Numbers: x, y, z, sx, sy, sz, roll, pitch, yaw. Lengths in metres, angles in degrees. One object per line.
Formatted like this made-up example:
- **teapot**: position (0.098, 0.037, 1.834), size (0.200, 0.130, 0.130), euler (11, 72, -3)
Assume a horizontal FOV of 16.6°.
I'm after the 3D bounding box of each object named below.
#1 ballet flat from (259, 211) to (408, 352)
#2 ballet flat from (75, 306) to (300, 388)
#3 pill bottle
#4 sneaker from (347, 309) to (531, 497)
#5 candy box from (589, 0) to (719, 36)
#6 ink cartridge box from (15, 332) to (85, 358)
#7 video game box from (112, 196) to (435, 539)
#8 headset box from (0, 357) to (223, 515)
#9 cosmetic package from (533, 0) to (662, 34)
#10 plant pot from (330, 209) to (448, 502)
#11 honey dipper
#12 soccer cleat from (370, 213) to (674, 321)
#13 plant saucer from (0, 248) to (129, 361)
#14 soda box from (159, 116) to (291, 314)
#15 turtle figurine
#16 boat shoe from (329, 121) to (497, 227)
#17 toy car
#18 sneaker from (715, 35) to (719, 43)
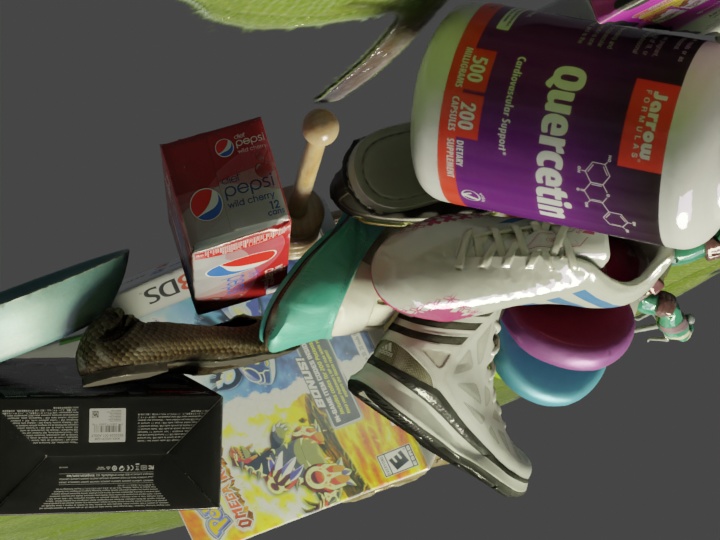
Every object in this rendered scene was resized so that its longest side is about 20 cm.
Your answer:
- **ballet flat**: position (0.000, 0.000, 1.589), size (0.200, 0.070, 0.068), euler (-55, 167, -56)
- **ballet flat**: position (-0.108, 0.042, 1.554), size (0.067, 0.047, 0.200), euler (-18, 172, 36)
- **pill bottle**: position (0.134, -0.076, 1.327), size (0.199, 0.113, 0.112), euler (12, 179, 19)
- **sneaker**: position (0.081, 0.072, 1.634), size (0.116, 0.076, 0.200), euler (-58, 142, -6)
- **candy box**: position (0.217, -0.179, 1.303), size (0.136, 0.061, 0.200), euler (-26, 167, 32)
- **ink cartridge box**: position (-0.234, 0.115, 1.909), size (0.144, 0.084, 0.200), euler (-15, 169, -20)
- **video game box**: position (-0.070, 0.075, 1.697), size (0.182, 0.201, 0.047), euler (-22, -170, 17)
- **headset box**: position (-0.185, 0.102, 1.588), size (0.148, 0.078, 0.200), euler (0, -176, -20)
- **cosmetic package**: position (0.150, -0.098, 1.488), size (0.074, 0.102, 0.200), euler (-23, 170, 17)
- **plant pot**: position (-0.015, 0.071, 1.807), size (0.200, 0.184, 0.200), euler (-19, 169, -4)
- **honey dipper**: position (-0.034, -0.058, 1.541), size (0.038, 0.038, 0.200), euler (-16, 163, -13)
- **soccer cleat**: position (0.105, -0.012, 1.545), size (0.199, 0.070, 0.086), euler (-2, 162, -26)
- **plant saucer**: position (-0.232, 0.037, 1.536), size (0.199, 0.036, 0.200), euler (-21, -176, 2)
- **soda box**: position (-0.081, -0.030, 1.498), size (0.063, 0.070, 0.200), euler (-16, 170, -6)
- **turtle figurine**: position (0.215, -0.008, 1.906), size (0.200, 0.150, 0.101), euler (-36, -179, 11)
- **boat shoe**: position (0.077, -0.069, 1.591), size (0.200, 0.072, 0.061), euler (-6, 169, -23)
- **toy car**: position (0.133, 0.006, 1.696), size (0.174, 0.150, 0.201), euler (-9, 126, -25)
- **sneaker**: position (0.314, -0.169, 1.472), size (0.199, 0.078, 0.085), euler (-15, 168, -18)
